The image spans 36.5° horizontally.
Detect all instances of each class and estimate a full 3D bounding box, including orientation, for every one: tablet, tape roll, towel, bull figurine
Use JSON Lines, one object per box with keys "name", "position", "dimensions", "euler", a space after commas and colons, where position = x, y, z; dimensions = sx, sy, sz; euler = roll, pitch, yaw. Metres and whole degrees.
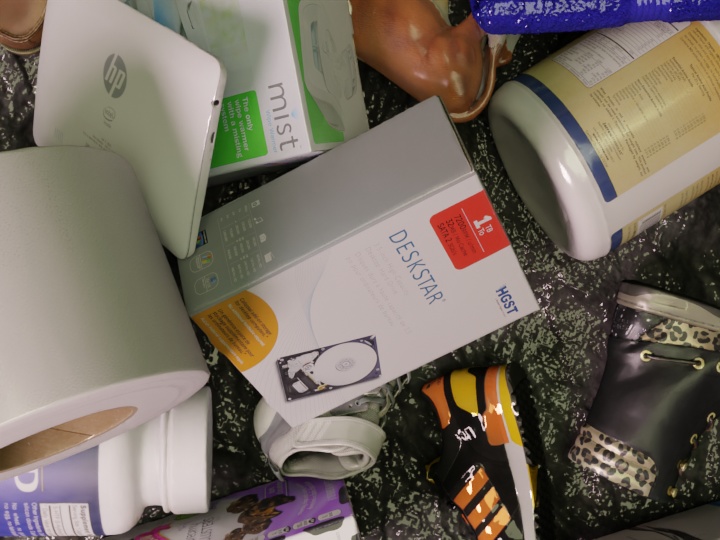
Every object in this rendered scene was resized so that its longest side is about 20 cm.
{"name": "tablet", "position": [-0.159, -0.107, 0.716], "dimensions": [0.014, 0.199, 0.132], "euler": [-10, 124, -44]}
{"name": "tape roll", "position": [-0.203, 0.036, 0.638], "dimensions": [0.200, 0.203, 0.141], "euler": [-22, 79, -4]}
{"name": "towel", "position": [0.167, -0.227, 0.747], "dimensions": [0.197, 0.050, 0.149], "euler": [-5, 53, -3]}
{"name": "bull figurine", "position": [0.025, -0.193, 0.807], "dimensions": [0.199, 0.065, 0.122], "euler": [38, 84, 8]}

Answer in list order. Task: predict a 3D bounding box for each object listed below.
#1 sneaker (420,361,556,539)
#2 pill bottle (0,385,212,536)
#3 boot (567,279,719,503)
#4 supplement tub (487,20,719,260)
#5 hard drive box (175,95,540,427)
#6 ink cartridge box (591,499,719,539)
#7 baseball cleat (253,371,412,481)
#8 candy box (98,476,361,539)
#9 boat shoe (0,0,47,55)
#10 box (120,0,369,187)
{"name": "sneaker", "position": [0.097, 0.171, 0.845], "dimensions": [0.089, 0.070, 0.203], "euler": [-6, 100, 21]}
{"name": "pill bottle", "position": [-0.207, 0.128, 0.781], "dimensions": [0.197, 0.120, 0.122], "euler": [0, 92, -5]}
{"name": "boot", "position": [0.272, 0.109, 0.848], "dimensions": [0.201, 0.073, 0.156], "euler": [21, 93, -1]}
{"name": "supplement tub", "position": [0.209, -0.115, 0.797], "dimensions": [0.199, 0.144, 0.146], "euler": [-31, 94, -4]}
{"name": "hard drive box", "position": [0.000, 0.000, 0.730], "dimensions": [0.198, 0.077, 0.156], "euler": [-27, 138, 8]}
{"name": "ink cartridge box", "position": [0.251, 0.266, 0.819], "dimensions": [0.197, 0.084, 0.147], "euler": [-10, 94, -21]}
{"name": "baseball cleat", "position": [0.015, 0.087, 0.807], "dimensions": [0.199, 0.107, 0.070], "euler": [-37, 131, 4]}
{"name": "candy box", "position": [-0.095, 0.213, 0.769], "dimensions": [0.197, 0.168, 0.073], "euler": [-17, 94, -4]}
{"name": "boat shoe", "position": [-0.238, -0.261, 0.790], "dimensions": [0.071, 0.068, 0.203], "euler": [10, 92, -7]}
{"name": "box", "position": [-0.100, -0.165, 0.758], "dimensions": [0.174, 0.096, 0.203], "euler": [-8, 93, 29]}
